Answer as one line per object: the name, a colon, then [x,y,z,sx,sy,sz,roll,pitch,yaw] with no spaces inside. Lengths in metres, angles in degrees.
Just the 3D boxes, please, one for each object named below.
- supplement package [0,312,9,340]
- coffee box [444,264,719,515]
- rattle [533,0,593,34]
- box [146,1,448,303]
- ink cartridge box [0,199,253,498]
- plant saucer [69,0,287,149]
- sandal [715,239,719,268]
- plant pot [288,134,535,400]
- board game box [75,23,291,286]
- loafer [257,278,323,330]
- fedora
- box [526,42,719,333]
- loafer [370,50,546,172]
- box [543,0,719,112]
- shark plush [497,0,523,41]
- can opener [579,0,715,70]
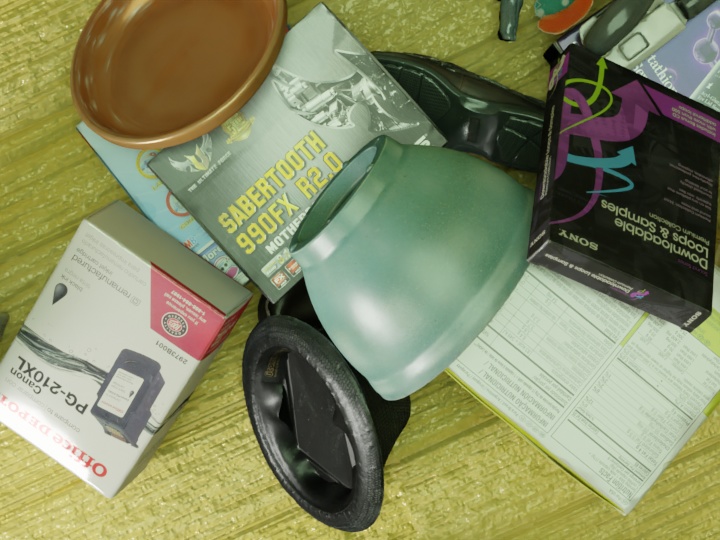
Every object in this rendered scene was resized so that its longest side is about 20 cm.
supplement package: [-0.375,0.074,1.467,0.113,0.200,0.110,19,91,1]
coffee box: [0.186,0.051,1.460,0.200,0.200,0.198,39,91,-2]
rattle: [0.246,-0.273,1.505,0.142,0.130,0.201,18,91,-30]
box: [-0.051,-0.097,1.479,0.200,0.048,0.158,-42,91,1]
ink cartridge box: [-0.206,0.067,1.494,0.144,0.084,0.200,34,110,3]
plant saucer: [-0.146,-0.181,1.469,0.199,0.037,0.201,-13,57,21]
sandal: [0.328,-0.084,1.520,0.069,0.078,0.212,14,70,35]
plant pot: [0.030,-0.020,1.379,0.134,0.200,0.201,39,92,-13]
board game box: [-0.105,-0.107,1.532,0.200,0.056,0.196,-38,91,1]
loafer: [0.000,0.000,1.525,0.199,0.071,0.073,-30,91,1]
fedora: [-0.015,0.117,1.502,0.091,0.200,0.201,-28,91,-32]
box: [0.203,-0.065,1.342,0.142,0.036,0.201,22,53,-15]
loafer: [0.086,-0.140,1.535,0.199,0.063,0.072,22,122,6]
box: [0.277,-0.184,1.501,0.200,0.104,0.148,-36,90,2]
shark plush: [0.134,-0.299,1.510,0.091,0.083,0.201,24,92,0]
can opener: [0.262,-0.228,1.416,0.200,0.067,0.053,-37,90,1]
